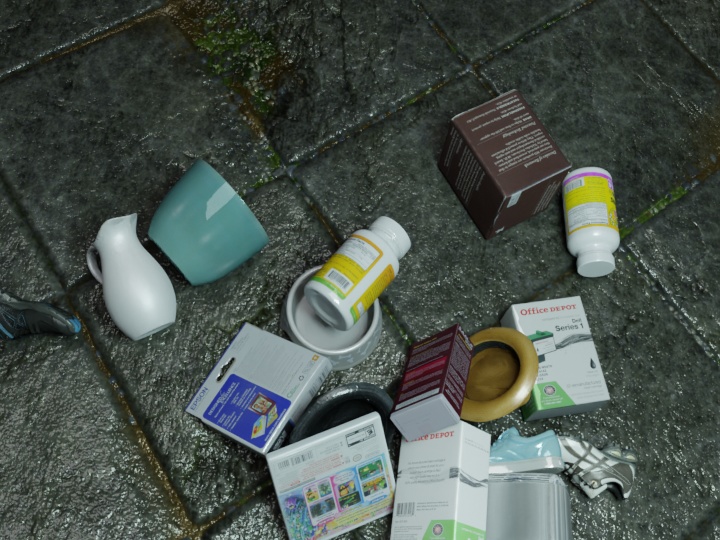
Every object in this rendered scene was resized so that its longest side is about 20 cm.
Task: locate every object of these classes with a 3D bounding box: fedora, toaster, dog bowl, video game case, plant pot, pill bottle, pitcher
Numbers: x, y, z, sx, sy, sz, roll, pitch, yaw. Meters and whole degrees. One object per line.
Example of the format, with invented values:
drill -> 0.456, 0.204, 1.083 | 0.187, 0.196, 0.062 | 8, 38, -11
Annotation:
fedora -> -0.039, 0.261, 1.332 | 0.196, 0.205, 0.092 | -19, 28, -14
fedora -> 0.238, 0.197, 1.391 | 0.198, 0.082, 0.204 | -28, 39, 24
toaster -> 0.270, 0.409, 1.282 | 0.195, 0.114, 0.132 | -7, 57, 24
dog bowl -> -0.052, 0.080, 1.455 | 0.194, 0.059, 0.205 | 2, 64, -5
video game case -> -0.042, 0.348, 1.289 | 0.196, 0.024, 0.186 | -18, 110, -14
plant pot -> -0.289, -0.073, 1.432 | 0.161, 0.201, 0.201 | -42, 75, -12
pill bottle -> 0.458, -0.095, 1.560 | 0.101, 0.105, 0.205 | 3, 65, -4
pill bottle -> 0.000, 0.000, 1.403 | 0.110, 0.112, 0.200 | 37, 67, 12
pitcher -> -0.423, 0.024, 1.416 | 0.120, 0.170, 0.204 | -22, 85, -45

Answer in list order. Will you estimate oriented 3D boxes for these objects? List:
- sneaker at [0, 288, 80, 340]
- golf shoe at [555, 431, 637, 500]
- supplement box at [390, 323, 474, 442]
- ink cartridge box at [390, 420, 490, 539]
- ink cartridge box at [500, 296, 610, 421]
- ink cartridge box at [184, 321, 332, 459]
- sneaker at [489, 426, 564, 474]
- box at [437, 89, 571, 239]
sneaker -> -0.594, 0.091, 1.400 | 0.195, 0.073, 0.084 | 16, 81, 8
golf shoe -> 0.386, 0.342, 1.366 | 0.195, 0.078, 0.097 | 11, 65, 1
supplement box -> 0.126, 0.189, 1.346 | 0.061, 0.107, 0.201 | 51, 32, -19
ink cartridge box -> 0.132, 0.362, 1.286 | 0.083, 0.144, 0.205 | 28, 59, -35
ink cartridge box -> 0.354, 0.160, 1.443 | 0.142, 0.085, 0.205 | -7, 66, -9
ink cartridge box -> -0.179, 0.208, 1.376 | 0.197, 0.047, 0.199 | 17, 62, 35
sneaker -> 0.249, 0.316, 1.352 | 0.195, 0.074, 0.084 | -8, 59, 13
box -> 0.280, -0.210, 1.561 | 0.161, 0.167, 0.202 | -25, 70, -17
